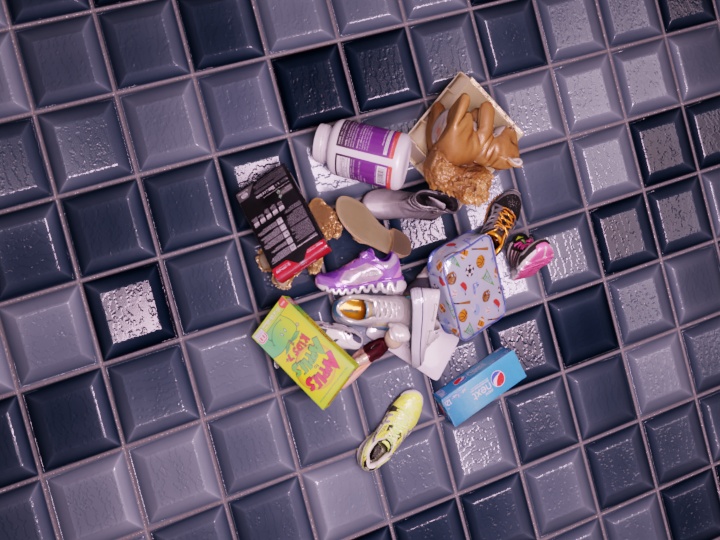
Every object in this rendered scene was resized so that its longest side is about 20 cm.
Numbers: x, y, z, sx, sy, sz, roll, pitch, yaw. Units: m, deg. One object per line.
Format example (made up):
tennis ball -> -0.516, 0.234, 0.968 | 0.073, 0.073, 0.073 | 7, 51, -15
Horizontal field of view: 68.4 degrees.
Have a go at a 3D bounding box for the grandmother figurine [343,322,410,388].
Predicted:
grandmother figurine -> 0.018, 0.174, 1.095 | 0.197, 0.122, 0.061 | -35, 98, 13

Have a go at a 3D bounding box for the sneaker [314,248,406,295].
sneaker -> 0.000, 0.000, 1.102 | 0.191, 0.081, 0.092 | -3, 103, -6

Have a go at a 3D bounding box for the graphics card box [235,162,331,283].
graphics card box -> -0.155, -0.095, 1.062 | 0.123, 0.051, 0.204 | -31, 76, 4

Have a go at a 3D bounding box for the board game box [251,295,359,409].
board game box -> -0.107, 0.156, 1.028 | 0.199, 0.048, 0.102 | 42, 93, 13

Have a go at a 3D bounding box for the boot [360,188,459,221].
boot -> 0.101, -0.146, 1.112 | 0.191, 0.132, 0.073 | -1, 90, -9

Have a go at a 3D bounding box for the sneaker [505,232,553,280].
sneaker -> 0.351, -0.041, 1.130 | 0.071, 0.200, 0.091 | -17, 76, 1

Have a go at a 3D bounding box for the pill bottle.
pill bottle -> 0.003, -0.243, 1.095 | 0.192, 0.112, 0.117 | 16, 86, 10

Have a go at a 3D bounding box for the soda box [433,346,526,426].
soda box -> 0.261, 0.253, 1.164 | 0.196, 0.064, 0.069 | -32, 94, -9

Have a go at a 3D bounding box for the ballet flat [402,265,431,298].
ballet flat -> 0.172, 0.019, 1.142 | 0.193, 0.072, 0.077 | -3, 89, -28

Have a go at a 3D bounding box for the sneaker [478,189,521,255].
sneaker -> 0.305, -0.091, 1.175 | 0.077, 0.077, 0.204 | 32, 82, -6

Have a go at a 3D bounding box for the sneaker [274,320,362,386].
sneaker -> -0.094, 0.175, 1.090 | 0.190, 0.079, 0.136 | 8, 94, 2

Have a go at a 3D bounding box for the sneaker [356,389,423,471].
sneaker -> 0.071, 0.345, 1.123 | 0.075, 0.076, 0.202 | 38, 82, -5

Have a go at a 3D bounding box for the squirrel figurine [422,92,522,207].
squirrel figurine -> 0.225, -0.226, 1.054 | 0.181, 0.141, 0.208 | 18, 86, -20

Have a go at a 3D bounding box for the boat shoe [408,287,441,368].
boat shoe -> 0.134, 0.123, 1.083 | 0.064, 0.075, 0.205 | -3, 131, 1

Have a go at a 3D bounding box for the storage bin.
storage bin -> 0.217, -0.281, 1.157 | 0.198, 0.094, 0.201 | 42, 83, -6

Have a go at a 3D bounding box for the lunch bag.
lunch bag -> 0.224, 0.032, 1.090 | 0.157, 0.075, 0.207 | -28, 113, -25

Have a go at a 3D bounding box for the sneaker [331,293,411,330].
sneaker -> 0.036, 0.088, 1.111 | 0.191, 0.081, 0.080 | -2, 83, -6

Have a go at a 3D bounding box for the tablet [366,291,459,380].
tablet -> 0.121, 0.135, 1.169 | 0.196, 0.014, 0.133 | 33, 83, -8

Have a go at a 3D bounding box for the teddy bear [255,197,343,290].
teddy bear -> -0.128, -0.055, 1.110 | 0.142, 0.067, 0.205 | 28, 85, 10

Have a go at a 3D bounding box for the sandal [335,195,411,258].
sandal -> 0.012, -0.077, 1.132 | 0.207, 0.069, 0.080 | 28, 60, -29
